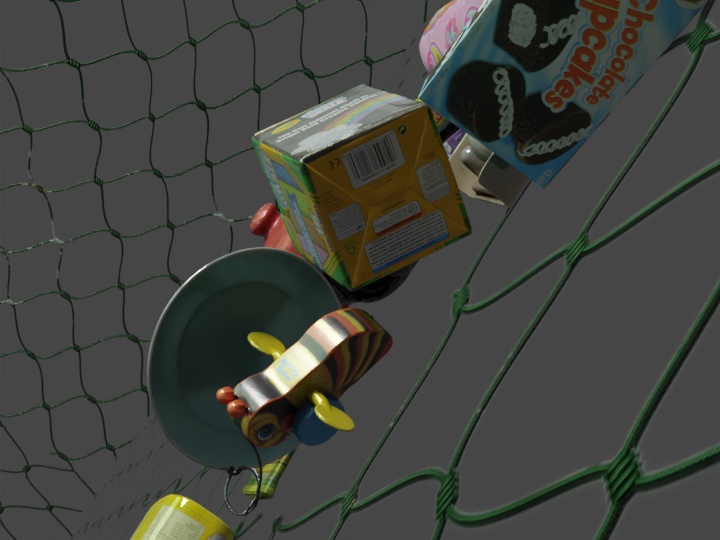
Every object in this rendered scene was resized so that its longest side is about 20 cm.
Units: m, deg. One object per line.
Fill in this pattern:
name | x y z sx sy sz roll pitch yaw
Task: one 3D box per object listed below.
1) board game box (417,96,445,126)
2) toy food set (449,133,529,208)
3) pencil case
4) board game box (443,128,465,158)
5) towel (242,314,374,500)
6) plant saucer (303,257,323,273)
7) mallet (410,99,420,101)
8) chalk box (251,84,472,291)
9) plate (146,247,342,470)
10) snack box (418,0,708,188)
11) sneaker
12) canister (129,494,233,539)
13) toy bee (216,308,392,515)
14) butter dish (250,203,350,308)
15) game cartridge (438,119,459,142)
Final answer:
board game box | 0.115 -0.213 1.202 0.200 0.030 0.096 -48 12 30
toy food set | 0.126 -0.131 0.949 0.144 0.060 0.200 -56 8 3
pencil case | 0.116 -0.202 0.916 0.088 0.087 0.200 -58 11 -15
board game box | 0.061 -0.085 1.170 0.120 0.032 0.200 -38 -4 -32
towel | -0.048 0.133 1.104 0.201 0.018 0.086 -59 12 -19
plant saucer | -0.098 0.057 1.171 0.201 0.039 0.201 -44 -3 -2
mallet | 0.063 -0.165 1.107 0.066 0.198 0.041 -70 -28 -50
chalk box | -0.010 -0.081 1.014 0.124 0.125 0.200 -26 21 -12
plate | -0.100 0.077 1.009 0.026 0.200 0.201 18 72 54
snack box | 0.143 -0.165 0.783 0.200 0.116 0.037 -52 9 31
sneaker | 0.000 0.000 1.147 0.078 0.070 0.200 -52 6 -32
canister | -0.212 0.322 1.080 0.201 0.086 0.148 -59 8 -28
toy bee | -0.061 0.109 0.942 0.130 0.109 0.201 15 75 35
butter dish | -0.064 -0.025 1.354 0.201 0.147 0.200 -54 9 8
game cartridge | 0.124 -0.193 1.249 0.200 0.041 0.133 -42 11 42
